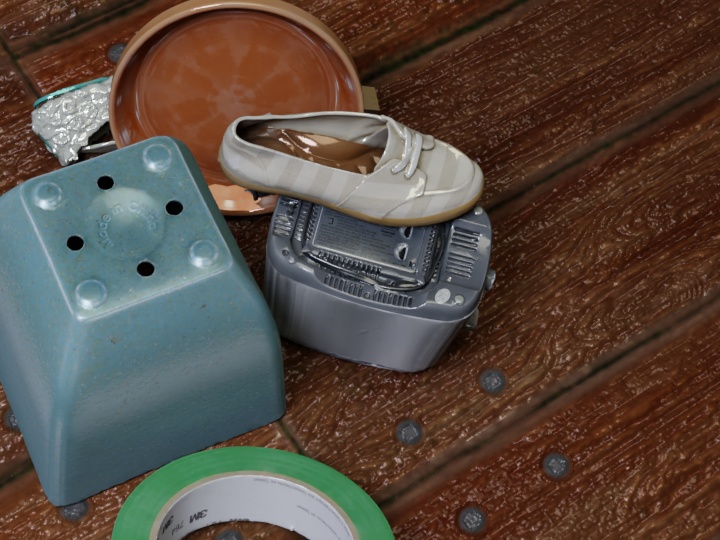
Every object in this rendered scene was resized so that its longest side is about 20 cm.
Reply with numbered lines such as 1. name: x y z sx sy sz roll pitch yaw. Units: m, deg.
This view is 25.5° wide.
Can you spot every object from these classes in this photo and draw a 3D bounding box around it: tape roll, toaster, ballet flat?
1. tape roll: -0.074 0.207 1.096 0.198 0.049 0.201 6 37 -5
2. toaster: 0.000 0.000 1.217 0.198 0.130 0.115 14 59 -1
3. ballet flat: -0.174 -0.142 1.312 0.199 0.072 0.072 -26 68 -14

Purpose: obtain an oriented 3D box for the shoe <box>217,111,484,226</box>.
1. shoe: -0.005 -0.078 1.153 0.198 0.054 0.071 7 61 -5

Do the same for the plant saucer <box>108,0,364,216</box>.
1. plant saucer: -0.096 -0.129 1.240 0.198 0.202 0.032 3 40 -7

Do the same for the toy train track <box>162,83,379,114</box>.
1. toy train track: -0.077 -0.143 1.312 0.198 0.032 0.116 3 65 -32

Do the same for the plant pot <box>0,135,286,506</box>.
1. plant pot: -0.170 0.016 1.143 0.194 0.201 0.198 -21 66 -18
